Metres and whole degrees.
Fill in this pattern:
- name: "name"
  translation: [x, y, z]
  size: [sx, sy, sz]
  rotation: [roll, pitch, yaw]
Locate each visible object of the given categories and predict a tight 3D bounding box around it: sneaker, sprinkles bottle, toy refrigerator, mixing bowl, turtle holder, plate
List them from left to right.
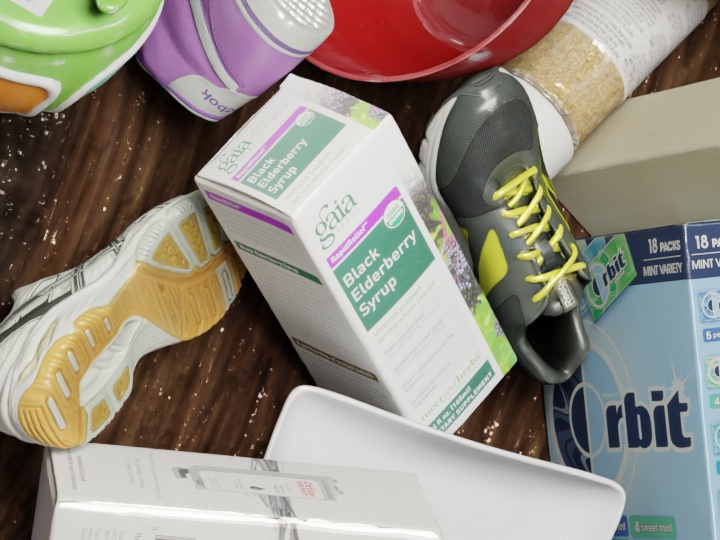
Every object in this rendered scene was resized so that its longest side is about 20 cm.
- name: "turtle holder"
  translation: [-0.168, -0.164, 1.470]
  size: [0.140, 0.132, 0.186]
  rotation: [4, 56, -17]
- name: "sneaker"
  translation: [-0.137, 0.015, 1.507]
  size: [0.200, 0.087, 0.076]
  rotation: [-42, 127, -44]
- name: "sneaker"
  translation: [-0.091, -0.172, 1.541]
  size: [0.072, 0.114, 0.201]
  rotation: [15, 47, -39]
- name: "plate"
  translation: [0.017, 0.171, 1.551]
  size: [0.199, 0.032, 0.200]
  rotation: [18, 105, -16]
- name: "mixing bowl"
  translation: [0.049, -0.183, 1.560]
  size: [0.108, 0.199, 0.201]
  rotation: [26, 74, -57]
- name: "sneaker"
  translation: [0.089, -0.022, 1.558]
  size: [0.074, 0.085, 0.201]
  rotation: [-35, 138, -23]
- name: "sprinkles bottle"
  translation: [0.142, -0.134, 1.646]
  size: [0.200, 0.068, 0.068]
  rotation: [-45, 105, -20]
- name: "toy refrigerator"
  translation: [0.188, -0.057, 1.590]
  size: [0.076, 0.200, 0.070]
  rotation: [46, 70, -14]

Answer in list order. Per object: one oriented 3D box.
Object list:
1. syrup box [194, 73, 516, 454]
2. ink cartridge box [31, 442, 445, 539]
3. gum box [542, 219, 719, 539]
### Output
- name: "syrup box"
  translation: [0.000, 0.000, 1.520]
  size: [0.079, 0.081, 0.200]
  rotation: [-48, 136, -20]
- name: "ink cartridge box"
  translation: [-0.069, 0.175, 1.474]
  size: [0.199, 0.083, 0.147]
  rotation: [6, 109, -12]
- name: "gum box"
  translation: [0.159, 0.078, 1.585]
  size: [0.044, 0.170, 0.201]
  rotation: [-6, 89, -25]
